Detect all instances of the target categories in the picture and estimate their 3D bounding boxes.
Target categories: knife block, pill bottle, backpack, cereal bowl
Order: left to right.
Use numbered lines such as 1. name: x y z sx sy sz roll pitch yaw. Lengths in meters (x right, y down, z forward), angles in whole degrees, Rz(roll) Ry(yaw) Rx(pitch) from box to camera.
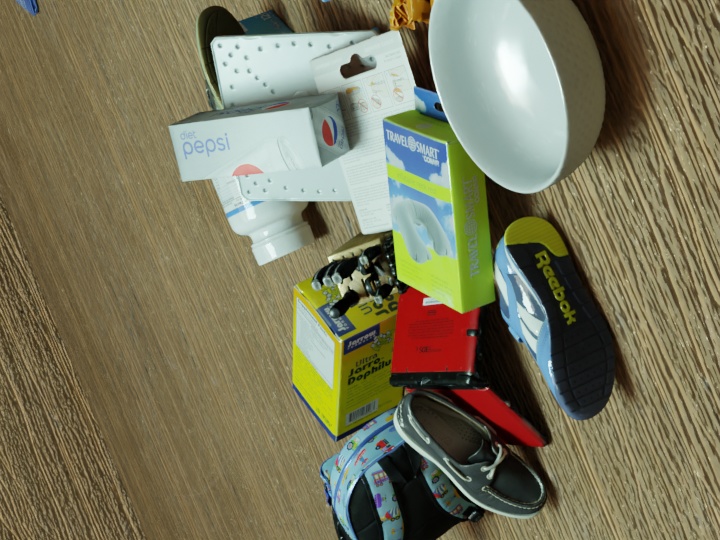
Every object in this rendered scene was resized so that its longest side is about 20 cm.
1. pill bottle: -0.133 -0.115 1.796 0.112 0.111 0.202 -17 96 65
2. knife block: 0.000 0.000 1.549 0.199 0.174 0.065 -5 107 64
3. backpack: 0.039 0.247 1.649 0.135 0.181 0.201 49 165 42
4. cereal bowl: 0.148 -0.175 1.209 0.200 0.083 0.202 45 147 40

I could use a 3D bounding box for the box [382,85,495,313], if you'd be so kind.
1. box: 0.077 -0.072 1.370 0.122 0.047 0.203 28 130 54

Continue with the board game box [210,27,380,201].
1. board game box: -0.057 -0.174 1.553 0.197 0.026 0.202 1 120 18

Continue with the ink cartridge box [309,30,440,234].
1. ink cartridge box: 0.035 -0.147 1.469 0.160 0.050 0.203 -9 100 51

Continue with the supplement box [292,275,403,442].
1. supplement box: -0.014 0.099 1.743 0.109 0.109 0.201 48 150 33

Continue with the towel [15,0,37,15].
1. towel: -0.654 -0.571 2.566 0.200 0.024 0.146 41 148 46

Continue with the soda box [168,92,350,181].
1. soda box: -0.113 -0.145 1.516 0.198 0.063 0.069 -2 108 33

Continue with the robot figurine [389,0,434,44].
1. robot figurine: 0.059 -0.318 1.291 0.145 0.058 0.202 32 139 50

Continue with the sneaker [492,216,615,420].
1. sneaker: 0.186 0.050 1.347 0.202 0.073 0.082 71 158 8

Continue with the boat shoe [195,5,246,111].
1. boat shoe: -0.156 -0.214 1.649 0.065 0.073 0.202 -1 111 58

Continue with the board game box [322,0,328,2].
1. board game box: -0.072 -0.415 1.500 0.201 0.036 0.152 53 153 28

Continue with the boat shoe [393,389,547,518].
1. boat shoe: 0.127 0.201 1.532 0.199 0.074 0.060 39 156 7

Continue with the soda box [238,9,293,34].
1. soda box: -0.084 -0.226 1.657 0.200 0.064 0.068 50 151 34

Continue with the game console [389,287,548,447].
1. game console: 0.127 0.105 1.575 0.199 0.117 0.175 -10 72 64
